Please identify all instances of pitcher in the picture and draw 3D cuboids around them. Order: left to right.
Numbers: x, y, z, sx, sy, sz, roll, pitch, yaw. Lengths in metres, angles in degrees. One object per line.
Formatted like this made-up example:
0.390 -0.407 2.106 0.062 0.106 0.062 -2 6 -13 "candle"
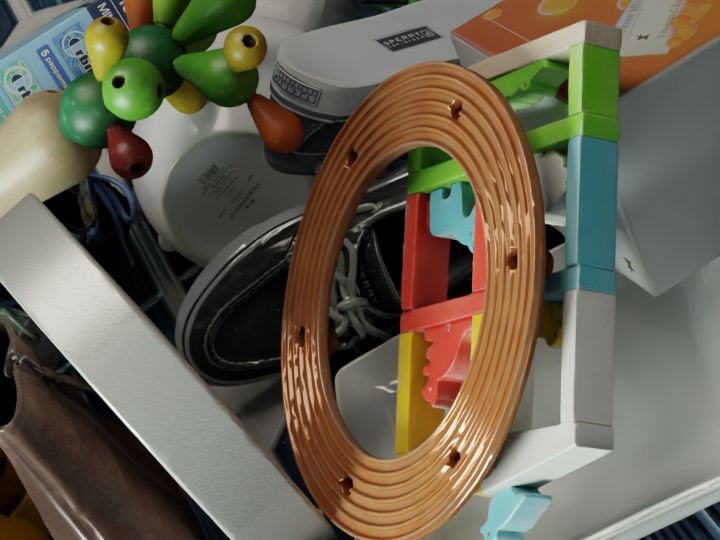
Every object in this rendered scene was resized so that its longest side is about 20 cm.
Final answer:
-0.072 -0.063 1.334 0.172 0.121 0.200 -52 17 23 "pitcher"

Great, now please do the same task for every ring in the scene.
0.022 0.014 1.042 0.200 0.019 0.201 -27 59 55 "ring"

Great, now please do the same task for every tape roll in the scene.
-0.088 0.052 1.095 0.037 0.203 0.203 -42 31 -5 "tape roll"

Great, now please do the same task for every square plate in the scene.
0.084 0.062 1.073 0.198 0.028 0.200 -29 32 14 "square plate"

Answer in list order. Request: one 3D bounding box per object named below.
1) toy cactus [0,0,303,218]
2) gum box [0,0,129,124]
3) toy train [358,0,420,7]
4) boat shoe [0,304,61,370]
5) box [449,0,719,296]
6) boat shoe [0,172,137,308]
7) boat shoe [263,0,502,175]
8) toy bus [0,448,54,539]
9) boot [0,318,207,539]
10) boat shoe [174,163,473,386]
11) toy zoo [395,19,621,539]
-0.106 -0.076 1.154 0.165 0.102 0.200 -36 20 13 "toy cactus"
-0.203 -0.083 1.343 0.200 0.045 0.170 -34 9 -8 "gum box"
0.074 -0.155 1.343 0.056 0.042 0.200 -5 7 -41 "toy train"
-0.190 0.025 1.339 0.200 0.073 0.067 -79 17 -49 "boat shoe"
0.162 -0.097 1.102 0.200 0.098 0.124 -32 32 -13 "box"
-0.154 -0.027 1.276 0.069 0.084 0.200 -59 -3 16 "boat shoe"
0.035 -0.086 1.245 0.200 0.068 0.072 -18 44 -41 "boat shoe"
-0.210 0.156 1.163 0.192 0.136 0.200 -40 31 22 "toy bus"
-0.103 0.122 1.045 0.072 0.166 0.200 -37 32 3 "boot"
0.001 0.002 1.194 0.199 0.074 0.068 -24 18 5 "boat shoe"
0.058 0.011 1.021 0.131 0.020 0.200 -16 68 58 "toy zoo"
